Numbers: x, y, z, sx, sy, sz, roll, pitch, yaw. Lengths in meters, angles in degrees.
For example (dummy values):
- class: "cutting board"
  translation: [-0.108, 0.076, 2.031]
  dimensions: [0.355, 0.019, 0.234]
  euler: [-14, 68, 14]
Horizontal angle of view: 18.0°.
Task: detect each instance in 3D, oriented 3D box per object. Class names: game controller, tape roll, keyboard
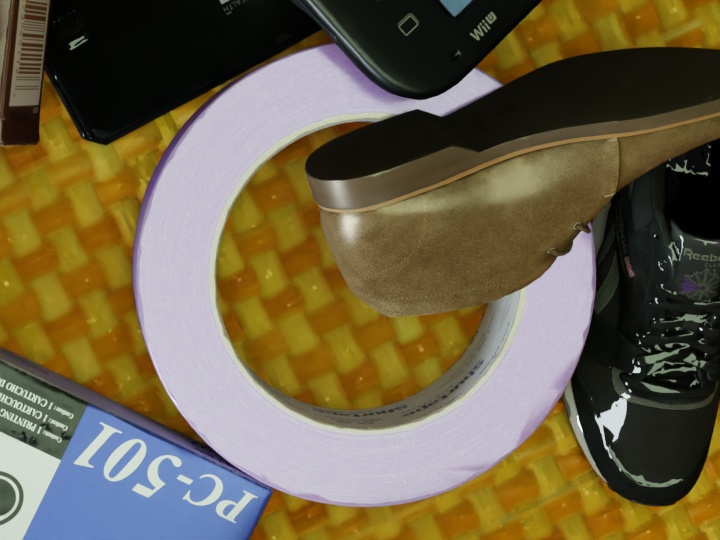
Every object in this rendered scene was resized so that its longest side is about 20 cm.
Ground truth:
- class: "game controller"
  translation: [0.050, -0.161, 0.977]
  dimensions: [0.104, 0.042, 0.200]
  euler: [43, 65, 2]
- class: "tape roll"
  translation: [0.000, 0.000, 1.003]
  dimensions: [0.199, 0.066, 0.201]
  euler: [-1, 94, -8]
- class: "keyboard"
  translation: [-0.057, -0.145, 1.009]
  dimensions: [0.199, 0.040, 0.104]
  euler: [-29, 120, -6]

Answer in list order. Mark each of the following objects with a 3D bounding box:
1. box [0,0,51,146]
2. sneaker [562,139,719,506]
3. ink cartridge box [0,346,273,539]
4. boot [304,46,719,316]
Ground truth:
- class: "box"
  translation: [-0.231, -0.112, 0.942]
  dimensions: [0.199, 0.075, 0.101]
  euler: [7, 95, 6]
- class: "sneaker"
  translation: [0.134, 0.008, 1.008]
  dimensions: [0.075, 0.088, 0.201]
  euler: [2, 93, -8]
- class: "ink cartridge box"
  translation: [-0.147, 0.091, 0.999]
  dimensions: [0.199, 0.044, 0.094]
  euler: [26, 92, -8]
- class: "boot"
  translation: [0.081, -0.040, 0.953]
  dimensions: [0.199, 0.074, 0.076]
  euler: [-17, 114, -2]
